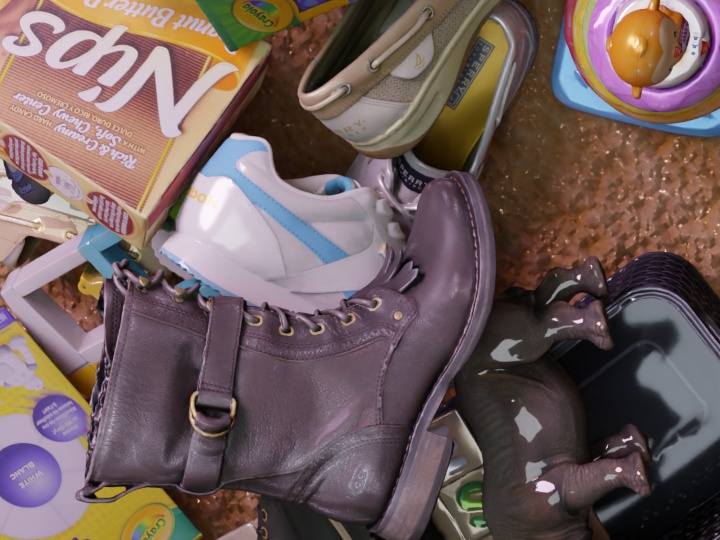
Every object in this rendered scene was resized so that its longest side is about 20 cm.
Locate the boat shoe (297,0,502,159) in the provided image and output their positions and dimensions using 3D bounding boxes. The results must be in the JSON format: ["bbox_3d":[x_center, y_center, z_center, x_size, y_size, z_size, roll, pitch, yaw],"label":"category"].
[{"bbox_3d":[0.035,-0.157,0.891,0.073,0.063,0.201,23,83,48],"label":"boat shoe"}]

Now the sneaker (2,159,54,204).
[{"bbox_3d":[-0.166,-0.133,0.967,0.087,0.075,0.201,-8,76,-22],"label":"sneaker"}]

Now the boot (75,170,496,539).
[{"bbox_3d":[-0.036,0.027,0.819,0.173,0.069,0.201,16,74,-11],"label":"boot"}]

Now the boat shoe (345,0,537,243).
[{"bbox_3d":[0.032,-0.055,0.946,0.071,0.070,0.200,32,107,4],"label":"boat shoe"}]

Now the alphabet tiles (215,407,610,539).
[{"bbox_3d":[0.039,0.174,0.932,0.200,0.008,0.168,-31,94,18],"label":"alphabet tiles"}]

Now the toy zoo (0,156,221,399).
[{"bbox_3d":[-0.108,0.023,0.979,0.200,0.020,0.131,-28,119,28],"label":"toy zoo"}]

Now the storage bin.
[{"bbox_3d":[0.127,0.101,0.948,0.200,0.094,0.135,-39,91,17],"label":"storage bin"}]

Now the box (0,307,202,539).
[{"bbox_3d":[-0.177,0.127,0.941,0.200,0.117,0.048,48,141,10],"label":"box"}]

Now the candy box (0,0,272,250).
[{"bbox_3d":[-0.159,-0.115,0.889,0.200,0.055,0.116,34,70,1],"label":"candy box"}]

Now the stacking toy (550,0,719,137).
[{"bbox_3d":[0.143,-0.115,0.840,0.109,0.200,0.117,13,104,10],"label":"stacking toy"}]

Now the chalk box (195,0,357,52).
[{"bbox_3d":[-0.045,-0.198,0.832,0.199,0.124,0.125,-21,67,5],"label":"chalk box"}]

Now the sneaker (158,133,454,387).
[{"bbox_3d":[0.000,0.000,0.900,0.200,0.076,0.081,26,91,-28],"label":"sneaker"}]

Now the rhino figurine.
[{"bbox_3d":[0.099,0.100,0.865,0.087,0.060,0.201,-14,87,15],"label":"rhino figurine"}]

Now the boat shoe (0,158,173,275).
[{"bbox_3d":[-0.194,-0.035,1.000,0.199,0.074,0.070,8,98,10],"label":"boat shoe"}]

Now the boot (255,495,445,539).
[{"bbox_3d":[-0.049,0.138,0.906,0.138,0.077,0.200,-32,92,22],"label":"boot"}]
